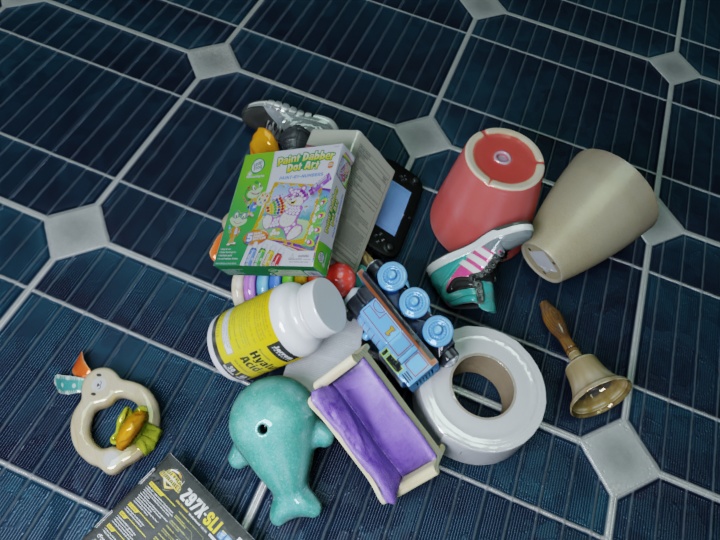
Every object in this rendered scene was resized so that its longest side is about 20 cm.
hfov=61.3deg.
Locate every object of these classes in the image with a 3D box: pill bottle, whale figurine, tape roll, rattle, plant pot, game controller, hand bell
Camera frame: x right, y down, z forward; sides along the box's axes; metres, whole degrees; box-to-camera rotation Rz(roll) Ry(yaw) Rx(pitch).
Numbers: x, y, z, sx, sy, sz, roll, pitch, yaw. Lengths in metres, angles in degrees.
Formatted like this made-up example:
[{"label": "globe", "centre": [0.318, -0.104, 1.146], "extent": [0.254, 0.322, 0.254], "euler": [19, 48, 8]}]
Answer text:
[{"label": "pill bottle", "centre": [-0.122, 0.084, 0.897], "extent": [0.198, 0.111, 0.113], "euler": [-25, 53, 28]}, {"label": "whale figurine", "centre": [-0.113, 0.248, 0.836], "extent": [0.156, 0.104, 0.204], "euler": [-13, 82, 5]}, {"label": "tape roll", "centre": [0.181, 0.193, 0.944], "extent": [0.198, 0.071, 0.205], "euler": [3, 58, -5]}, {"label": "rattle", "centre": [-0.193, -0.127, 1.035], "extent": [0.129, 0.144, 0.200], "euler": [29, 47, 25]}, {"label": "plant pot", "centre": [0.235, -0.143, 1.095], "extent": [0.196, 0.178, 0.203], "euler": [3, 57, -4]}, {"label": "game controller", "centre": [0.050, -0.117, 1.126], "extent": [0.104, 0.042, 0.202], "euler": [35, 55, -20]}, {"label": "hand bell", "centre": [0.349, 0.128, 1.006], "extent": [0.102, 0.105, 0.202], "euler": [-9, 48, -12]}, {"label": "rattle", "centre": [-0.376, 0.179, 0.855], "extent": [0.129, 0.143, 0.201], "euler": [-36, 73, -5]}, {"label": "plant pot", "centre": [0.388, -0.080, 1.087], "extent": [0.199, 0.188, 0.187], "euler": [-41, 69, -12]}]

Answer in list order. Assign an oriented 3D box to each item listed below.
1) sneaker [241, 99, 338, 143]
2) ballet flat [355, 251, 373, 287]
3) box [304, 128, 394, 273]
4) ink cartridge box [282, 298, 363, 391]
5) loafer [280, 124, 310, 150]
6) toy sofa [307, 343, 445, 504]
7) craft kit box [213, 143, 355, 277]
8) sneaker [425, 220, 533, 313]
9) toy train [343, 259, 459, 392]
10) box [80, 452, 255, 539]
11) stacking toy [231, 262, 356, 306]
[{"label": "sneaker", "centre": [-0.146, -0.261, 1.189], "extent": [0.196, 0.075, 0.117], "euler": [10, 60, -1]}, {"label": "ballet flat", "centre": [0.000, 0.000, 1.050], "extent": [0.063, 0.069, 0.201], "euler": [20, 25, -47]}, {"label": "box", "centre": [-0.045, -0.114, 1.007], "extent": [0.108, 0.128, 0.203], "euler": [11, 73, 37]}, {"label": "ink cartridge box", "centre": [-0.057, 0.140, 0.963], "extent": [0.107, 0.051, 0.202], "euler": [13, 57, 3]}, {"label": "loafer", "centre": [-0.069, -0.186, 1.103], "extent": [0.067, 0.199, 0.072], "euler": [-21, 57, 33]}, {"label": "toy sofa", "centre": [0.024, 0.214, 0.848], "extent": [0.201, 0.082, 0.097], "euler": [53, 25, 1]}, {"label": "craft kit box", "centre": [-0.118, -0.091, 0.935], "extent": [0.197, 0.048, 0.201], "euler": [0, 65, 32]}, {"label": "sneaker", "centre": [0.215, 0.008, 1.022], "extent": [0.198, 0.083, 0.123], "euler": [-29, 69, 25]}, {"label": "toy train", "centre": [0.057, 0.078, 0.906], "extent": [0.114, 0.087, 0.201], "euler": [-38, 71, -5]}, {"label": "box", "centre": [-0.244, 0.371, 0.800], "extent": [0.199, 0.050, 0.160], "euler": [37, 59, 16]}, {"label": "stacking toy", "centre": [-0.102, 0.026, 0.971], "extent": [0.196, 0.086, 0.087], "euler": [-5, 56, 17]}]
